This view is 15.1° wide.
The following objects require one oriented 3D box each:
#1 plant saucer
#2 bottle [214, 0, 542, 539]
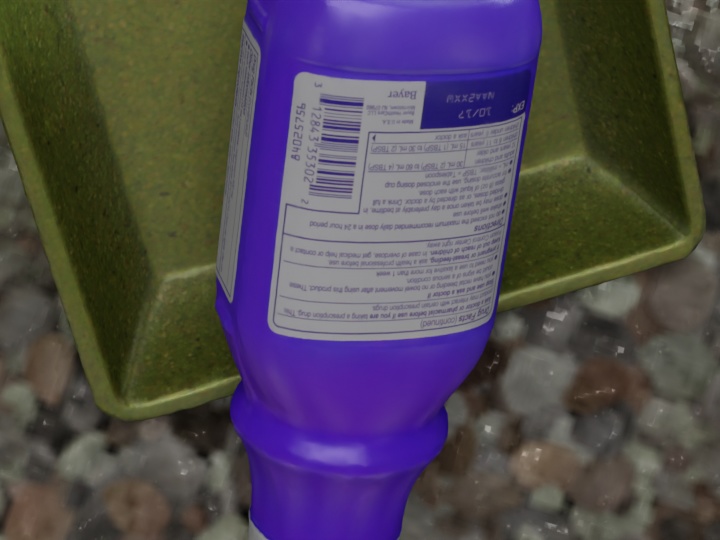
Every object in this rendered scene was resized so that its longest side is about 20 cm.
[{"bbox_3d":[-0.010,-0.071,0.821,0.199,0.048,0.200,-16,120,-3],"label":"plant saucer"},{"bbox_3d":[0.000,0.000,0.796,0.083,0.065,0.200,-2,119,-18],"label":"bottle"}]
